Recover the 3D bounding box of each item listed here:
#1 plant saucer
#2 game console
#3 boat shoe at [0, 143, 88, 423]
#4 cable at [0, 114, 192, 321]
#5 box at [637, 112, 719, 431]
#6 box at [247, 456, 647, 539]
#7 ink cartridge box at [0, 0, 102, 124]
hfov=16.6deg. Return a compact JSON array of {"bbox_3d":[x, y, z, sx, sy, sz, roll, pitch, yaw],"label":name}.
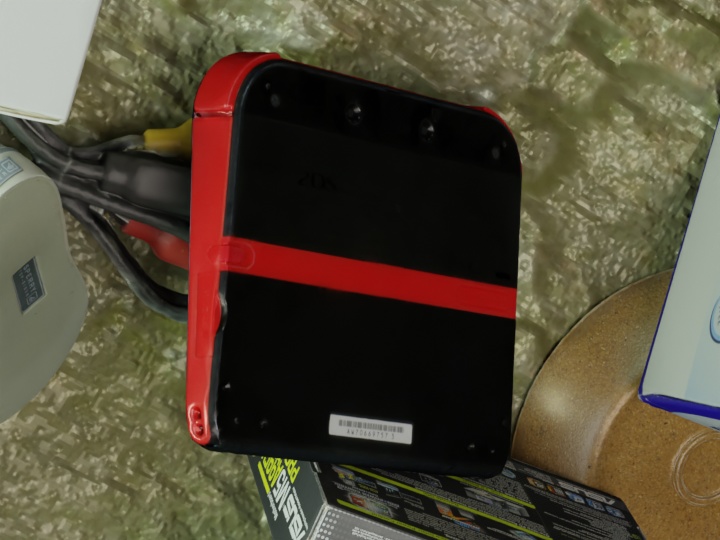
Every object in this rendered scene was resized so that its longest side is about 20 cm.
[{"bbox_3d":[0.175,0.098,1.290,0.199,0.035,0.202,-8,112,-20],"label":"plant saucer"},{"bbox_3d":[0.000,0.000,1.122,0.199,0.031,0.179,10,81,-44],"label":"game console"},{"bbox_3d":[-0.167,-0.003,1.069,0.070,0.071,0.201,-42,161,-23],"label":"boat shoe"},{"bbox_3d":[-0.122,-0.040,1.114,0.198,0.050,0.098,15,101,-15],"label":"cable"},{"bbox_3d":[0.265,0.009,1.233,0.199,0.105,0.185,21,83,-28],"label":"box"},{"bbox_3d":[0.050,0.126,1.159,0.199,0.160,0.045,21,105,-17],"label":"box"},{"bbox_3d":[-0.157,-0.156,0.965,0.082,0.200,0.148,12,104,-26],"label":"ink cartridge box"}]
